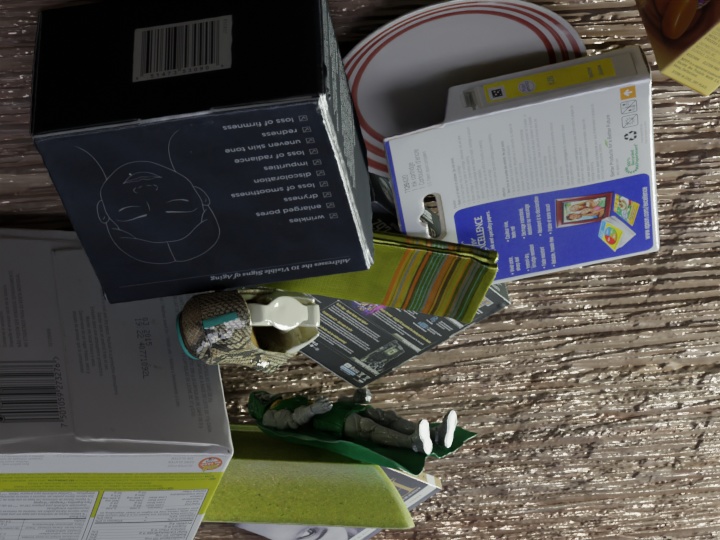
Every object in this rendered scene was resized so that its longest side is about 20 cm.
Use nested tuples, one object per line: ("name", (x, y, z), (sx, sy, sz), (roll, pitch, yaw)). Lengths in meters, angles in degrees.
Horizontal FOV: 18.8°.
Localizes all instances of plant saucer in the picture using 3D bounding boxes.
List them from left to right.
("plant saucer", (-0.070, 0.169, 1.847), (0.200, 0.200, 0.048), (4, 98, -14))

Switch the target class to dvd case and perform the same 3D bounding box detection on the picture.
("dvd case", (-0.043, 0.209, 2.025), (0.200, 0.016, 0.149), (25, 129, -40))

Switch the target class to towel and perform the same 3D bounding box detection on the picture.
("towel", (0.000, 0.000, 1.662), (0.200, 0.018, 0.086), (9, 141, -8))

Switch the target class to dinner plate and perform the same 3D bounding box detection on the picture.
("dinner plate", (0.069, -0.137, 1.599), (0.200, 0.024, 0.200), (-7, 143, -6))

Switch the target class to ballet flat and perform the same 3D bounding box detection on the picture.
("ballet flat", (-0.071, 0.040, 1.621), (0.075, 0.068, 0.200), (-17, 174, 14))

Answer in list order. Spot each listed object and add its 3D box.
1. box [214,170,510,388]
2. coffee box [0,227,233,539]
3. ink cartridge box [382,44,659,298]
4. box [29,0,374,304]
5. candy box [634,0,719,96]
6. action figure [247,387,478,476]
("box", (0.001, 0.008, 1.752), (0.160, 0.044, 0.200), (-31, 140, 23))
("coffee box", (-0.227, 0.103, 1.670), (0.200, 0.200, 0.198), (1, 146, -18))
("ink cartridge box", (0.123, -0.070, 1.644), (0.200, 0.047, 0.198), (-10, 141, 1))
("box", (-0.105, -0.088, 1.510), (0.200, 0.124, 0.197), (-7, 142, 6))
("candy box", (0.272, -0.226, 1.465), (0.056, 0.117, 0.200), (21, 131, -37))
("action figure", (-0.016, 0.128, 1.833), (0.200, 0.055, 0.118), (6, -171, 35))
